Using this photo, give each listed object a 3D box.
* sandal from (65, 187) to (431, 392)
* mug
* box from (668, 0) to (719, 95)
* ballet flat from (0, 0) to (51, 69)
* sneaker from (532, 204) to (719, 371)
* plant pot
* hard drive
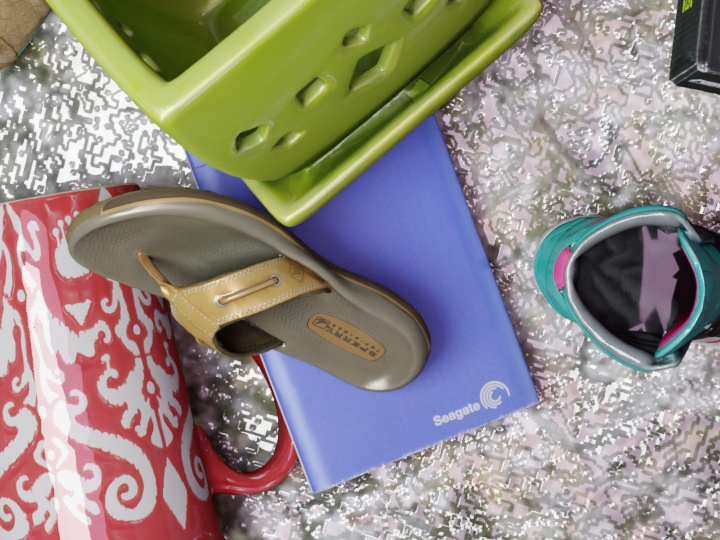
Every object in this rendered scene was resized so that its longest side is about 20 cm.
[{"bbox_3d":[-0.053,0.018,1.213,0.199,0.054,0.080,27,136,-19],"label":"sandal"},{"bbox_3d":[-0.138,0.059,1.292,0.133,0.177,0.202,-11,91,44],"label":"mug"},{"bbox_3d":[0.260,-0.169,1.191,0.198,0.048,0.195,11,82,-11],"label":"box"},{"bbox_3d":[-0.232,-0.201,1.292,0.072,0.068,0.201,-35,91,-11],"label":"ballet flat"},{"bbox_3d":[0.185,0.009,1.231,0.198,0.121,0.084,5,97,6],"label":"sneaker"},{"bbox_3d":[-0.039,-0.156,1.183,0.200,0.182,0.199,-41,58,1],"label":"plant pot"},{"bbox_3d":[0.000,0.000,1.286,0.131,0.025,0.201,-21,93,-7],"label":"hard drive"}]
